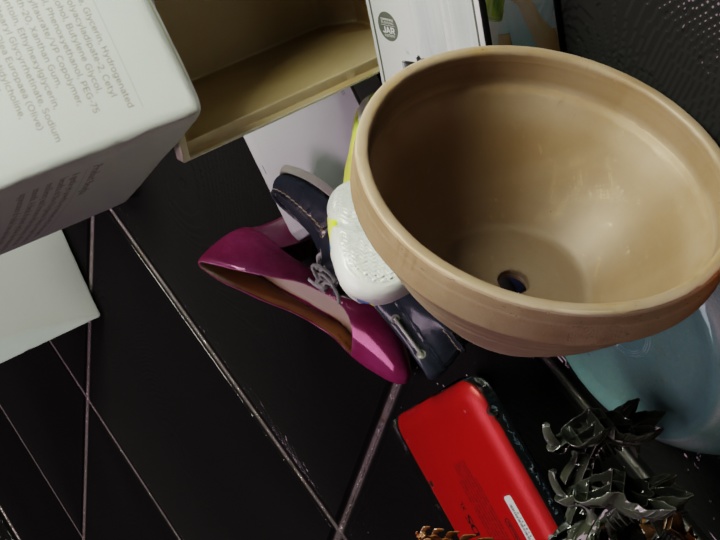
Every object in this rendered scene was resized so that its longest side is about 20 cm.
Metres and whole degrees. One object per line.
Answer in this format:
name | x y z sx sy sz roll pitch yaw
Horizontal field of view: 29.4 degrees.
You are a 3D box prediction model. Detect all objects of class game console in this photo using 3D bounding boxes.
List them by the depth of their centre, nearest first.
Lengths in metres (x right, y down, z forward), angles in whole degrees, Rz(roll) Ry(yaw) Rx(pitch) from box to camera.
game console | 0.121 0.158 0.931 0.201 0.118 0.172 60 149 5

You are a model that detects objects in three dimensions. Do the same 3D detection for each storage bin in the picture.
storage bin | -0.071 -0.205 0.849 0.094 0.198 0.201 27 136 48

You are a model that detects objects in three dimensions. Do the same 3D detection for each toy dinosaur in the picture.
toy dinosaur | 0.139 0.161 0.783 0.102 0.199 0.137 -129 38 -55

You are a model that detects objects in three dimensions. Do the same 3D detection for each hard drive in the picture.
hard drive | -0.034 -0.107 1.061 0.133 0.026 0.200 64 154 0

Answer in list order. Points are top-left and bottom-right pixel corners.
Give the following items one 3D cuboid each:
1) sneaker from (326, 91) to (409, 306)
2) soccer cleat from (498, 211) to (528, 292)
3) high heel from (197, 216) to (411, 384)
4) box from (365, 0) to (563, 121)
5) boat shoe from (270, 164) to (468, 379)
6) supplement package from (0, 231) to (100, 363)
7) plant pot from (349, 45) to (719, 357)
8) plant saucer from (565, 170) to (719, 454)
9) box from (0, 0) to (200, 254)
sneaker | 0.015 -0.025 0.888 0.075 0.201 0.106 13 131 0
soccer cleat | 0.083 -0.018 0.887 0.065 0.084 0.200 38 176 -4
high heel | -0.045 0.033 1.126 0.200 0.096 0.068 51 150 24
box | 0.054 -0.173 0.808 0.116 0.060 0.201 26 135 50
boat shoe | 0.000 0.000 1.013 0.200 0.062 0.075 41 176 14
supplement package | -0.474 0.013 1.763 0.147 0.190 0.201 -14 101 63
plant pot | 0.090 -0.021 0.719 0.201 0.200 0.093 46 145 30
plant saucer | 0.167 0.026 0.811 0.200 0.036 0.201 42 147 36
box | -0.225 -0.120 0.794 0.201 0.171 0.199 65 156 2
